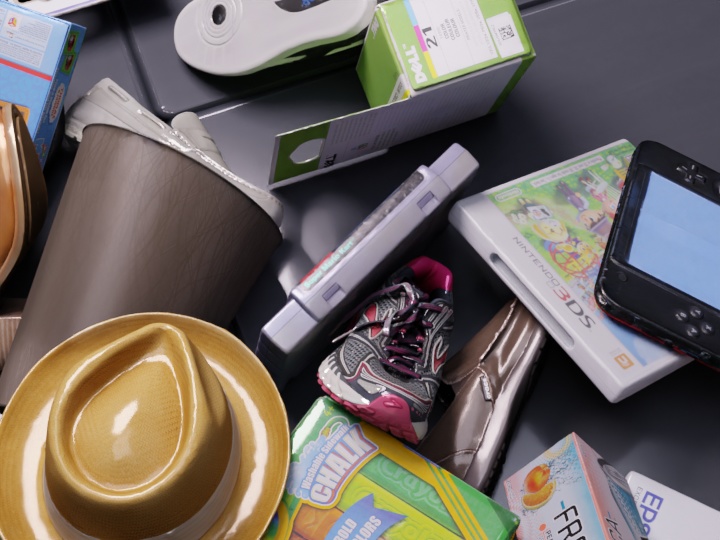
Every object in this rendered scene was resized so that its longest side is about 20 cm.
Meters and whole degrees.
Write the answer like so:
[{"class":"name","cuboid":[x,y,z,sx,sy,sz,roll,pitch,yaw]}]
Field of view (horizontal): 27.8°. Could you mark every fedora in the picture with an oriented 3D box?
[{"class":"fedora","cuboid":[-0.134,0.099,0.879,0.200,0.082,0.201,2,58,-4]}]

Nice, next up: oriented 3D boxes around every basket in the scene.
[{"class":"basket","cuboid":[-0.164,0.029,1.025,0.136,0.180,0.201,9,69,40]}]

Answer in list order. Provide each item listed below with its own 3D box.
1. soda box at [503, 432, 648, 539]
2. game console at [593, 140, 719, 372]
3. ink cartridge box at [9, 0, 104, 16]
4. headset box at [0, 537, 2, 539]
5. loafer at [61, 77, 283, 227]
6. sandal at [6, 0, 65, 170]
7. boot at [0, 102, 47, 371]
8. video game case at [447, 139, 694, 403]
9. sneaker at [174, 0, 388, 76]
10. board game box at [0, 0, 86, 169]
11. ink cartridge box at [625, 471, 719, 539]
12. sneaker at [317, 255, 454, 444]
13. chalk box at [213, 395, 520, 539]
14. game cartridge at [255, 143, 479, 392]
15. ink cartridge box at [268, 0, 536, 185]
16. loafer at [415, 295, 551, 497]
[{"class":"soda box","cuboid":[0.148,0.198,0.904,0.064,0.068,0.200,-38,31,19]},{"class":"game console","cuboid":[0.277,-0.034,1.025,0.172,0.119,0.200,27,43,-1]},{"class":"ink cartridge box","cuboid":[-0.282,-0.283,1.235,0.196,0.043,0.201,-18,67,-8]},{"class":"headset box","cuboid":[-0.268,0.196,0.930,0.199,0.149,0.077,27,77,15]},{"class":"loafer","cuboid":[-0.140,-0.090,1.125,0.199,0.070,0.070,29,75,15]},{"class":"sandal","cuboid":[-0.282,-0.168,1.141,0.076,0.043,0.201,-24,84,13]},{"class":"boot","cuboid":[-0.307,-0.021,1.052,0.154,0.077,0.201,1,107,1]},{"class":"video game case","cuboid":[0.189,-0.008,1.059,0.200,0.022,0.182,-21,61,-39]},{"class":"sneaker","cuboid":[-0.046,-0.193,1.182,0.199,0.112,0.073,-3,87,35]},{"class":"board game box","cuboid":[-0.309,-0.113,1.105,0.151,0.037,0.201,20,95,11]},{"class":"ink cartridge box","cuboid":[0.229,0.261,0.955,0.199,0.043,0.197,23,65,14]},{"class":"sneaker","cuboid":[0.023,0.048,0.984,0.080,0.200,0.075,31,110,-8]},{"class":"chalk box","cuboid":[-0.013,0.176,0.955,0.199,0.124,0.125,30,66,15]},{"class":"game cartridge","cuboid":[0.000,0.000,1.043,0.038,0.130,0.200,41,70,12]},{"class":"ink cartridge box","cuboid":[0.016,-0.143,1.098,0.199,0.148,0.076,-19,83,-9]},{"class":"loafer","cuboid":[0.087,0.075,1.034,0.071,0.073,0.201,20,64,12]}]
